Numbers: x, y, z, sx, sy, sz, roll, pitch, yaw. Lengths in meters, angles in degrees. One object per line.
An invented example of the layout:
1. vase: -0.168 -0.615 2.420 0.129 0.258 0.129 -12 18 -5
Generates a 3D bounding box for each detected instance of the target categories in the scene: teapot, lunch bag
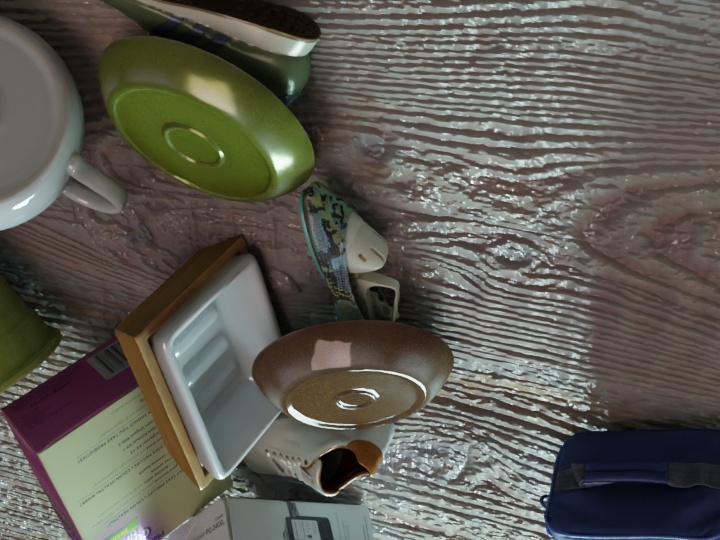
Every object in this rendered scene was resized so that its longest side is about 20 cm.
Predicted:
1. teapot: -0.331 -0.119 0.860 0.146 0.195 0.203 143 105 -75
2. lunch bag: 0.266 0.227 0.920 0.197 0.137 0.134 -7 124 26

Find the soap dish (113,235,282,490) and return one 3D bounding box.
1. soap dish: -0.149 0.089 0.958 0.080 0.158 0.202 12 133 32

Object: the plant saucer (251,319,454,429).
1. plant saucer: -0.006 0.110 0.936 0.196 0.037 0.202 -2 148 -2

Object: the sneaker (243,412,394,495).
1. sneaker: -0.061 0.202 1.056 0.198 0.085 0.073 -18 122 32

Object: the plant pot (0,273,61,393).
1. plant pot: -0.445 0.040 1.014 0.198 0.201 0.186 -15 110 29

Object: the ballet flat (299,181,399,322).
1. ballet flat: 0.000 0.000 0.885 0.073 0.075 0.202 1 137 19

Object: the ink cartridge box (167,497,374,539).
1. ink cartridge box: -0.102 0.326 1.111 0.198 0.085 0.145 13 142 -36

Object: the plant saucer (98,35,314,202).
1. plant saucer: -0.134 -0.114 0.811 0.197 0.031 0.201 20 156 9

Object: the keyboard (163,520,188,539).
1. keyboard: -0.268 0.347 1.296 0.197 0.011 0.057 -5 125 23

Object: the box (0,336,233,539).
1. box: -0.253 0.191 1.043 0.096 0.175 0.202 28 142 43

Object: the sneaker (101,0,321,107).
1. sneaker: -0.135 -0.182 0.784 0.197 0.067 0.091 19 126 1
